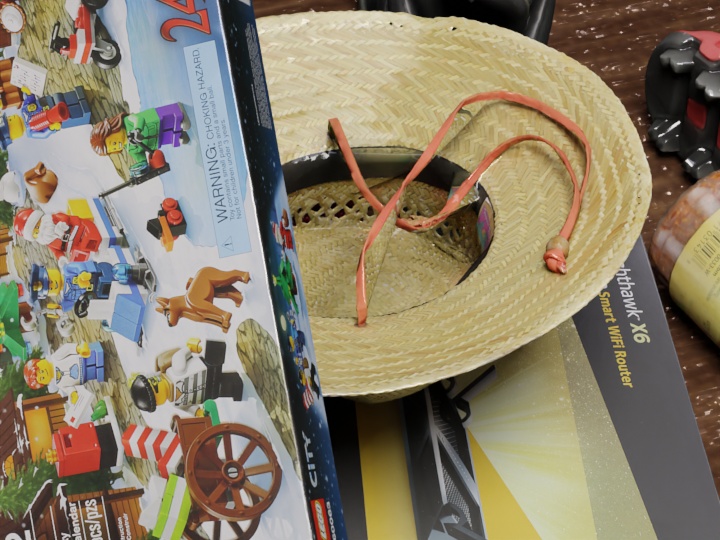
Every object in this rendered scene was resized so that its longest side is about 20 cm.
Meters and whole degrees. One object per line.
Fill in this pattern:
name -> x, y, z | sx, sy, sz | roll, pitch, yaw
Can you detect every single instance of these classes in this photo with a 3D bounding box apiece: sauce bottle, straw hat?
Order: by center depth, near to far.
straw hat -> 0.000, 0.000, 0.827 | 0.199, 0.085, 0.202 | -1, 46, 1
sauce bottle -> 0.193, 0.043, 0.910 | 0.066, 0.066, 0.200 | -21, 53, -27

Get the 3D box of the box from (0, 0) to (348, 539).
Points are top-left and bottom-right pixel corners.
box -> -0.088, 0.002, 0.731 | 0.136, 0.038, 0.202 | -12, 85, 14

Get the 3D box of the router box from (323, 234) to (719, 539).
router box -> 0.044, 0.075, 0.860 | 0.156, 0.052, 0.201 | -1, 47, -10

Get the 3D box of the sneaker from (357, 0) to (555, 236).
sneaker -> 0.042, -0.116, 1.005 | 0.076, 0.115, 0.200 | 6, 43, -6

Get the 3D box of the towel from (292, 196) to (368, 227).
towel -> -0.093, -0.051, 0.943 | 0.198, 0.023, 0.145 | 7, 20, 0

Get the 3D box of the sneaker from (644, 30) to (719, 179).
sneaker -> 0.211, -0.042, 0.989 | 0.097, 0.071, 0.201 | -24, 53, -26
